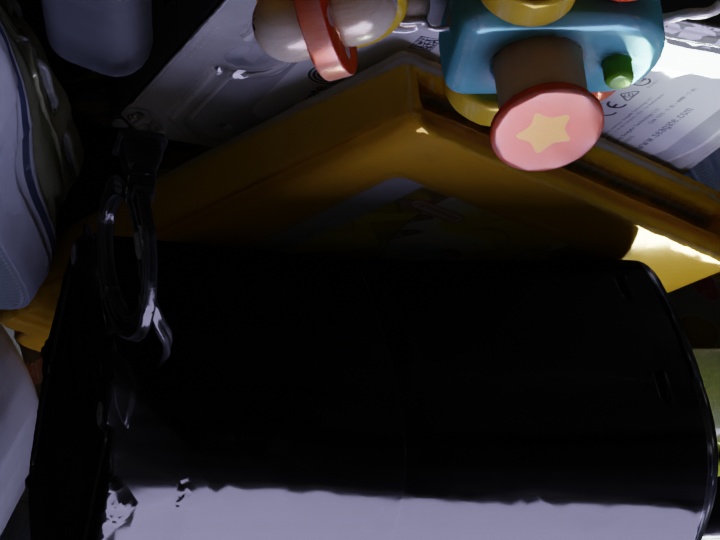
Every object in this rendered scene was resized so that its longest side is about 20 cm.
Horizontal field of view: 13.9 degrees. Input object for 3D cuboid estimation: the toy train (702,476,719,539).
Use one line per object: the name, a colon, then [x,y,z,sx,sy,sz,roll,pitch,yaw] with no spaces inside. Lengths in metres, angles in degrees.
toy train: [0.063,0.097,1.092,0.200,0.034,0.046,-5,159,3]

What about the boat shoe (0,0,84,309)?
boat shoe: [-0.127,-0.057,0.903,0.072,0.062,0.200,16,156,9]

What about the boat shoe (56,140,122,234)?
boat shoe: [-0.134,-0.018,1.084,0.072,0.072,0.200,-17,175,14]

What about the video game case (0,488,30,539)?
video game case: [-0.052,0.120,1.053,0.200,0.143,0.018,7,144,19]

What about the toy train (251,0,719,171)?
toy train: [0.038,-0.086,0.802,0.150,0.056,0.200,-27,145,36]

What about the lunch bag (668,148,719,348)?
lunch bag: [0.155,-0.025,1.176,0.169,0.127,0.200,-31,173,-27]

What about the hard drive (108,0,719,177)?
hard drive: [0.035,-0.071,0.944,0.200,0.038,0.140,9,155,-25]

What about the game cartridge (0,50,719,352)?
game cartridge: [0.000,0.000,1.006,0.200,0.032,0.176,-27,149,35]

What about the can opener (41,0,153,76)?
can opener: [-0.083,-0.105,0.785,0.067,0.053,0.200,19,168,0]

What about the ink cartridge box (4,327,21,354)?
ink cartridge box: [-0.040,0.037,1.285,0.199,0.041,0.200,-7,-155,-32]

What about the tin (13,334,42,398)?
tin: [-0.035,0.021,1.158,0.200,0.042,0.112,-11,174,-18]

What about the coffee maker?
coffee maker: [0.007,0.053,0.931,0.200,0.135,0.192,1,154,-16]

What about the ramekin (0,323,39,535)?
ramekin: [-0.209,0.052,1.028,0.200,0.200,0.098,-26,-153,50]

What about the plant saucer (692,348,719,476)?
plant saucer: [0.099,0.071,1.124,0.200,0.031,0.200,-5,163,-1]
